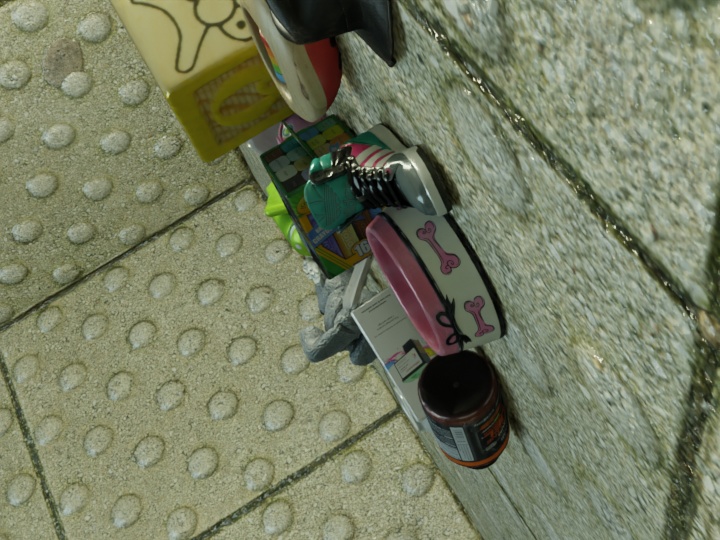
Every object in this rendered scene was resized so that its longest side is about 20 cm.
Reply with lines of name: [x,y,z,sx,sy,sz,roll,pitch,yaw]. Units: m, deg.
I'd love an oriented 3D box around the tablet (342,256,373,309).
tablet: [0.000,0.000,1.541,0.014,0.131,0.200,20,176,-5]

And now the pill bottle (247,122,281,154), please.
pill bottle: [-0.163,-0.278,1.506,0.201,0.111,0.113,55,173,42]

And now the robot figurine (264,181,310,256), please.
robot figurine: [-0.113,-0.113,1.907,0.201,0.115,0.175,54,-171,31]

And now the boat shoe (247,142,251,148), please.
boat shoe: [-0.186,-0.270,1.892,0.075,0.086,0.202,56,174,29]

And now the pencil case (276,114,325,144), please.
pencil case: [-0.070,-0.161,1.436,0.088,0.087,0.200,56,175,27]

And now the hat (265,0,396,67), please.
hat: [-0.048,-0.245,0.794,0.202,0.080,0.201,58,173,11]

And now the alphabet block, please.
alphabet block: [-0.191,-0.301,1.239,0.201,0.194,0.197,58,176,20]

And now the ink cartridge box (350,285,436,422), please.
ink cartridge box: [0.075,0.125,1.503,0.201,0.083,0.145,58,-174,1]

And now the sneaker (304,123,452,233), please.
sneaker: [0.006,-0.082,0.958,0.084,0.120,0.200,62,174,-27]

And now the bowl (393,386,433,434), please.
bowl: [0.123,0.241,1.789,0.202,0.090,0.201,59,174,10]

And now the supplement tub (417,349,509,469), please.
supplement tub: [0.145,0.197,1.275,0.107,0.106,0.201,55,174,37]

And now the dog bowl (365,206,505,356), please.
dog bowl: [0.077,0.006,1.044,0.201,0.073,0.200,58,175,8]

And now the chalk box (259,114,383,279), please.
chalk box: [-0.046,-0.116,1.258,0.125,0.123,0.201,54,171,50]

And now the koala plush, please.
koala plush: [-0.030,0.060,1.898,0.176,0.184,0.201,10,-138,-38]

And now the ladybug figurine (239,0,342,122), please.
ladybug figurine: [-0.070,-0.247,1.026,0.136,0.071,0.201,55,173,32]
